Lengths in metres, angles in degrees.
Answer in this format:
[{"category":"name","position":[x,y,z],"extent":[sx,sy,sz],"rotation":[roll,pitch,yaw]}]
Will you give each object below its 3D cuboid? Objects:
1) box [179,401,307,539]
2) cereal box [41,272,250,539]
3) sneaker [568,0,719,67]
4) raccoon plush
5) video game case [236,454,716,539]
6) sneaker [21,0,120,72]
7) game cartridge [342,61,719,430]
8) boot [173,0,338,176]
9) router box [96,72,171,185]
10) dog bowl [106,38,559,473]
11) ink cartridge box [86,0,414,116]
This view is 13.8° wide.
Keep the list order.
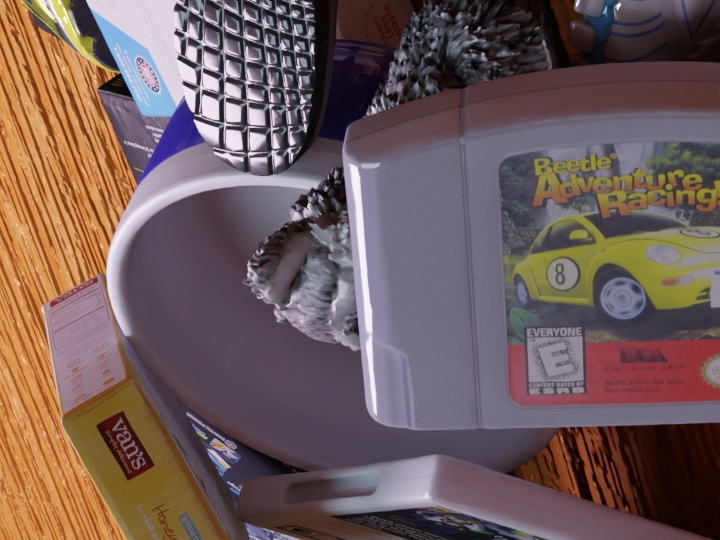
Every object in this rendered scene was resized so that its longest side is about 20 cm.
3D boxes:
[{"category":"box","position":[-0.018,0.117,1.466],"extent":[0.199,0.046,0.159],"rotation":[34,153,-3]},{"category":"cereal box","position":[-0.088,0.090,1.302],"extent":[0.144,0.039,0.200],"rotation":[62,178,-14]},{"category":"sneaker","position":[0.128,-0.110,1.040],"extent":[0.086,0.075,0.201],"rotation":[31,147,22]},{"category":"raccoon plush","position":[0.014,-0.061,1.115],"extent":[0.097,0.133,0.201],"rotation":[58,-163,-54]},{"category":"video game case","position":[0.072,0.119,1.287],"extent":[0.199,0.024,0.182],"rotation":[19,165,-25]},{"category":"sneaker","position":[-0.163,-0.184,1.421],"extent":[0.084,0.074,0.201],"rotation":[10,127,56]},{"category":"game cartridge","position":[0.095,-0.008,1.019],"extent":[0.041,0.199,0.134],"rotation":[-85,-9,-58]},{"category":"boot","position":[-0.005,-0.143,1.130],"extent":[0.067,0.130,0.201],"rotation":[19,120,31]},{"category":"router box","position":[-0.030,-0.021,1.404],"extent":[0.200,0.051,0.150],"rotation":[17,135,51]},{"category":"dog bowl","position":[0.000,0.000,1.236],"extent":[0.199,0.079,0.201],"rotation":[13,143,10]},{"category":"ink cartridge box","position":[-0.046,-0.131,1.295],"extent":[0.200,0.068,0.116],"rotation":[6,126,56]}]
